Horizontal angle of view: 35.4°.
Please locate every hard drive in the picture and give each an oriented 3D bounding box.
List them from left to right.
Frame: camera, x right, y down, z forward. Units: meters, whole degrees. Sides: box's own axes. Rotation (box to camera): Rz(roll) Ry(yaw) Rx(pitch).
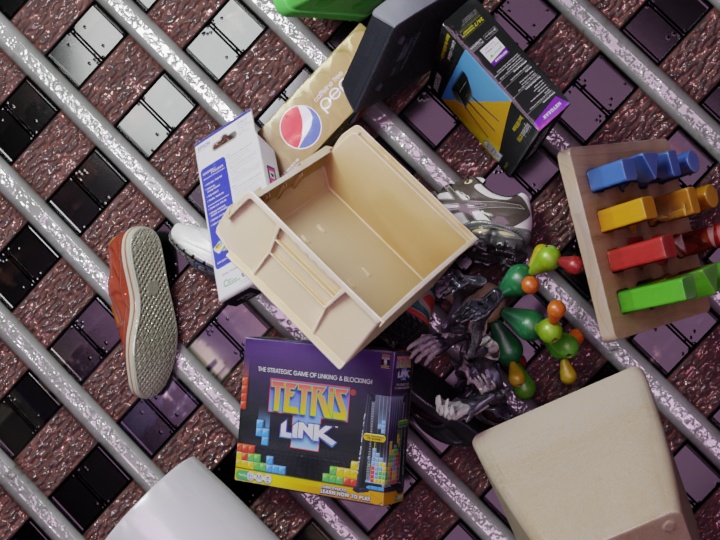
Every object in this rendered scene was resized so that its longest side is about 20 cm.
[{"bbox_3d":[0.062,-0.258,1.216,0.042,0.199,0.136,42,138,12],"label":"hard drive"}]

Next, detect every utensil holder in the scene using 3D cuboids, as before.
[{"bbox_3d":[-0.171,0.335,1.262,0.200,0.170,0.170,44,93,9],"label":"utensil holder"}]

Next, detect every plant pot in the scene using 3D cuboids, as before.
[{"bbox_3d":[0.254,0.259,1.169,0.197,0.178,0.202,-24,119,5],"label":"plant pot"}]

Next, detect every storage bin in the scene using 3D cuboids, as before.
[{"bbox_3d":[-0.015,-0.034,1.180,0.198,0.200,0.094,44,132,7],"label":"storage bin"}]

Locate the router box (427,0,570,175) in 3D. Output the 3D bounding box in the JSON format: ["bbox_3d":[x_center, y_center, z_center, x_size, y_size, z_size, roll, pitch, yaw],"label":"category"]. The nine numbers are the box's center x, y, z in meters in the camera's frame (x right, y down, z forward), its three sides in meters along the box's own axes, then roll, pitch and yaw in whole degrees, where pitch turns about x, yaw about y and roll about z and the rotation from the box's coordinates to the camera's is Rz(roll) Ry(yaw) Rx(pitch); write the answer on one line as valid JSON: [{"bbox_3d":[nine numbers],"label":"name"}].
[{"bbox_3d":[0.144,-0.194,1.223,0.051,0.200,0.149,-41,84,-6],"label":"router box"}]

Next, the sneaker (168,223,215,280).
[{"bbox_3d":[-0.127,-0.021,1.324,0.197,0.075,0.088,18,78,0],"label":"sneaker"}]

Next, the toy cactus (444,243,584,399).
[{"bbox_3d":[0.174,0.043,1.249,0.163,0.202,0.102,26,49,26],"label":"toy cactus"}]

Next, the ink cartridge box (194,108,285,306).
[{"bbox_3d":[-0.131,-0.071,1.263,0.094,0.037,0.203,-26,65,30],"label":"ink cartridge box"}]

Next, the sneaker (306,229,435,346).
[{"bbox_3d":[0.001,0.000,1.286,0.198,0.094,0.070,32,136,-7],"label":"sneaker"}]

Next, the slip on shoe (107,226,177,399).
[{"bbox_3d":[-0.262,0.050,1.336,0.061,0.074,0.204,-3,94,41],"label":"slip on shoe"}]

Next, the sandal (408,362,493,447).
[{"bbox_3d":[0.104,0.176,1.284,0.200,0.075,0.048,39,110,6],"label":"sandal"}]

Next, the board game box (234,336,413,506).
[{"bbox_3d":[-0.043,0.165,1.272,0.197,0.056,0.168,3,89,28],"label":"board game box"}]

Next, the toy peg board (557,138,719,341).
[{"bbox_3d":[0.325,-0.047,1.193,0.097,0.198,0.203,-16,85,46],"label":"toy peg board"}]

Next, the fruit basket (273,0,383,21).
[{"bbox_3d":[-0.060,-0.392,1.301,0.154,0.214,0.220,-5,87,-34],"label":"fruit basket"}]

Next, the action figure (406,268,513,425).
[{"bbox_3d":[0.108,0.100,1.212,0.101,0.119,0.202,-20,130,-17],"label":"action figure"}]

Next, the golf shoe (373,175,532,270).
[{"bbox_3d":[0.102,-0.065,1.299,0.197,0.078,0.096,14,66,10],"label":"golf shoe"}]

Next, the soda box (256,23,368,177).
[{"bbox_3d":[-0.042,-0.188,1.314,0.068,0.064,0.200,44,92,5],"label":"soda box"}]
